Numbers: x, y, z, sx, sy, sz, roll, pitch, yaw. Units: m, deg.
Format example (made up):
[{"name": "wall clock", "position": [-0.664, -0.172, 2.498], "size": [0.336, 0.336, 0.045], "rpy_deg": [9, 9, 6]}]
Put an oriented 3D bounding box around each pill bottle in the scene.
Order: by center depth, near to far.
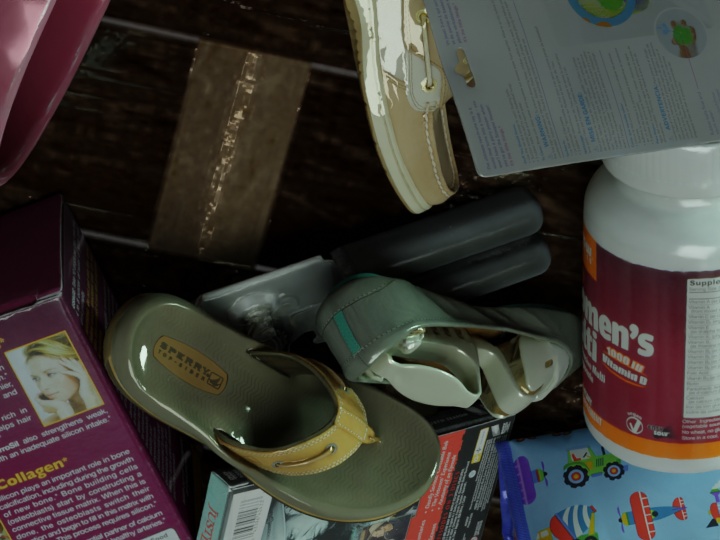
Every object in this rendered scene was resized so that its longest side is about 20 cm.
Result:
[{"name": "pill bottle", "position": [0.172, -0.001, 1.403], "size": [0.109, 0.110, 0.200], "rpy_deg": [-5, 122, -2]}]

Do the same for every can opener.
[{"name": "can opener", "position": [0.000, 0.000, 1.431], "size": [0.200, 0.067, 0.053], "rpy_deg": [-19, 122, -8]}]

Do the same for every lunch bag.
[{"name": "lunch bag", "position": [0.166, 0.181, 1.454], "size": [0.150, 0.200, 0.094], "rpy_deg": [-9, 133, -2]}]

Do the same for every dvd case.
[{"name": "dvd case", "position": [-0.009, 0.152, 1.477], "size": [0.200, 0.022, 0.146], "rpy_deg": [-14, 130, -37]}]

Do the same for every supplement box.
[{"name": "supplement box", "position": [-0.179, 0.081, 1.429], "size": [0.131, 0.103, 0.200], "rpy_deg": [-19, 122, 7]}]

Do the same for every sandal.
[{"name": "sandal", "position": [-0.039, 0.071, 1.373], "size": [0.200, 0.080, 0.054], "rpy_deg": [30, 155, -23]}]

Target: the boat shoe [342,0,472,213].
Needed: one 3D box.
[{"name": "boat shoe", "position": [0.032, -0.120, 1.338], "size": [0.069, 0.074, 0.200], "rpy_deg": [-9, 122, 8]}]

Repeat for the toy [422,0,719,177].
[{"name": "toy", "position": [0.129, -0.104, 1.319], "size": [0.200, 0.115, 0.047], "rpy_deg": [-10, 160, -17]}]

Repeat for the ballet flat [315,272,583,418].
[{"name": "ballet flat", "position": [0.059, 0.050, 1.410], "size": [0.200, 0.064, 0.067], "rpy_deg": [13, 130, -42]}]

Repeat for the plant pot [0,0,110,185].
[{"name": "plant pot", "position": [-0.207, -0.162, 1.234], "size": [0.179, 0.200, 0.200], "rpy_deg": [25, 118, -1]}]
